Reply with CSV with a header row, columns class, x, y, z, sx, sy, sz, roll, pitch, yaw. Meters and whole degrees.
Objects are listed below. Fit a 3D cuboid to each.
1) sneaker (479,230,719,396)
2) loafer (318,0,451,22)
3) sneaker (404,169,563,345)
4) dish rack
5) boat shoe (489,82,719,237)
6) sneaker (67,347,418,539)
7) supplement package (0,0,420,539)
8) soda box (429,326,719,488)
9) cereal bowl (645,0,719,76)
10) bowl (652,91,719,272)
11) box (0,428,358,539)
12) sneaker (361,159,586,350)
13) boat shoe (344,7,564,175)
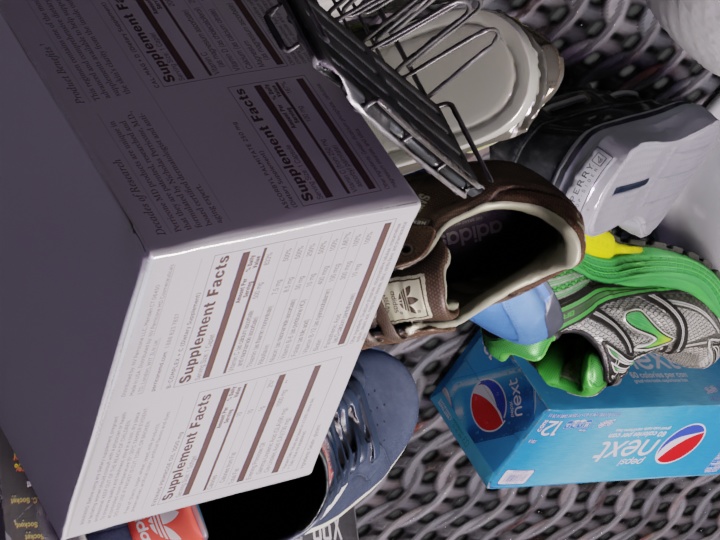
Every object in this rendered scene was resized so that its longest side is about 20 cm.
class,x,y,z,sx,sy,sz,roll,pitch,yaw
sneaker,0.120,0.026,1.348,0.078,0.086,0.200,-6,166,42
loafer,0.027,-0.134,1.077,0.199,0.070,0.070,-19,147,-17
sneaker,0.017,-0.013,1.193,0.079,0.066,0.200,-50,131,-4
dish rack,-0.006,-0.123,0.942,0.054,0.201,0.153,-34,150,15
boat shoe,0.119,-0.062,1.264,0.072,0.071,0.200,-58,164,12
sneaker,-0.027,0.079,1.091,0.084,0.075,0.200,-18,-174,44
supplement package,-0.090,-0.033,0.975,0.110,0.200,0.156,-12,143,-30
soda box,0.137,0.072,1.458,0.199,0.068,0.064,2,134,-45
cereal bowl,0.180,-0.183,1.089,0.200,0.083,0.200,-50,-171,11
bowl,0.262,-0.043,1.402,0.200,0.091,0.202,-24,146,-17
box,-0.093,0.053,1.131,0.199,0.159,0.050,1,168,-45
sneaker,0.000,0.000,1.095,0.199,0.075,0.071,-21,110,-17
boat shoe,-0.013,-0.064,1.083,0.201,0.072,0.060,-11,180,25
